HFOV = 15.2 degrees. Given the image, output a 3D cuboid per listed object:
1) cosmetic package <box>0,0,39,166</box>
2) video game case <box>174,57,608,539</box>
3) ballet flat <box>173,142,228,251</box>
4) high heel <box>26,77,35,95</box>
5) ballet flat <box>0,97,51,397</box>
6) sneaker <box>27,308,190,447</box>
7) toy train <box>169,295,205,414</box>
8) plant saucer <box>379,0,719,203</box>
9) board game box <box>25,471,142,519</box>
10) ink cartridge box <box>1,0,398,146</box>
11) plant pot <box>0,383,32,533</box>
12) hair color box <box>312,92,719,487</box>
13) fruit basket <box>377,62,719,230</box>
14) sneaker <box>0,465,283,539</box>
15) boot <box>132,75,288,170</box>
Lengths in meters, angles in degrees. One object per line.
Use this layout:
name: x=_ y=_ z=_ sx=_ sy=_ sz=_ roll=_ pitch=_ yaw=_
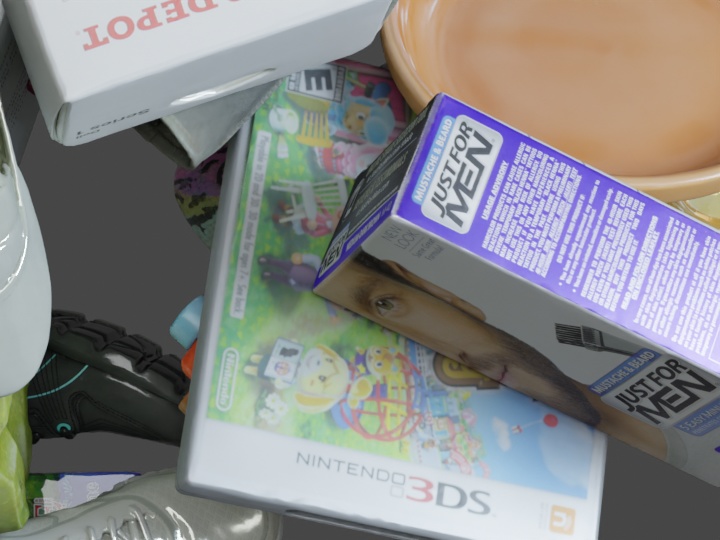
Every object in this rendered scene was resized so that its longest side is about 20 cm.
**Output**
cosmetic package: x=-0.212 y=-0.142 z=1.190 sx=0.164 sy=0.200 sz=0.166 roll=20 pitch=82 yaw=-1
video game case: x=0.024 y=0.015 z=1.147 sx=0.181 sy=0.022 sz=0.201 roll=13 pitch=70 yaw=-15
ballet flat: x=0.000 y=0.000 z=1.246 sx=0.200 sy=0.071 sz=0.069 roll=39 pitch=82 yaw=3
high heel: x=-0.102 y=-0.165 z=1.190 sx=0.096 sy=0.067 sz=0.201 roll=2 pitch=72 yaw=-23
ballet flat: x=-0.162 y=-0.051 z=1.045 sx=0.069 sy=0.069 sz=0.201 roll=-10 pitch=83 yaw=-5
sneaker: x=-0.161 y=0.050 z=1.239 sx=0.199 sy=0.075 sz=0.080 roll=19 pitch=95 yaw=6
toy train: x=-0.005 y=0.092 z=1.200 sx=0.200 sy=0.150 sz=0.056 roll=41 pitch=102 yaw=4
plant saucer: x=0.106 y=-0.098 z=1.164 sx=0.199 sy=0.038 sz=0.201 roll=2 pitch=49 yaw=-2
board game box: x=-0.196 y=0.192 z=1.221 sx=0.198 sy=0.041 sz=0.201 roll=-1 pitch=81 yaw=-4
ink cartridge box: x=-0.085 y=-0.168 z=1.060 sx=0.146 sy=0.084 sz=0.201 roll=-20 pitch=85 yaw=-11
plant pot: x=-0.233 y=0.048 z=1.129 sx=0.183 sy=0.200 sz=0.201 roll=-4 pitch=82 yaw=-4
hair color box: x=0.092 y=0.012 z=1.099 sx=0.199 sy=0.109 sz=0.065 roll=27 pitch=67 yaw=-9
fruit basket: x=0.124 y=-0.055 z=1.241 sx=0.199 sy=0.094 sz=0.186 roll=-27 pitch=84 yaw=-18
sneaker: x=-0.127 y=0.134 z=1.174 sx=0.199 sy=0.081 sz=0.075 roll=-19 pitch=81 yaw=-9
boot: x=-0.059 y=-0.166 z=1.144 sx=0.200 sy=0.073 sz=0.182 roll=-41 pitch=74 yaw=-5
